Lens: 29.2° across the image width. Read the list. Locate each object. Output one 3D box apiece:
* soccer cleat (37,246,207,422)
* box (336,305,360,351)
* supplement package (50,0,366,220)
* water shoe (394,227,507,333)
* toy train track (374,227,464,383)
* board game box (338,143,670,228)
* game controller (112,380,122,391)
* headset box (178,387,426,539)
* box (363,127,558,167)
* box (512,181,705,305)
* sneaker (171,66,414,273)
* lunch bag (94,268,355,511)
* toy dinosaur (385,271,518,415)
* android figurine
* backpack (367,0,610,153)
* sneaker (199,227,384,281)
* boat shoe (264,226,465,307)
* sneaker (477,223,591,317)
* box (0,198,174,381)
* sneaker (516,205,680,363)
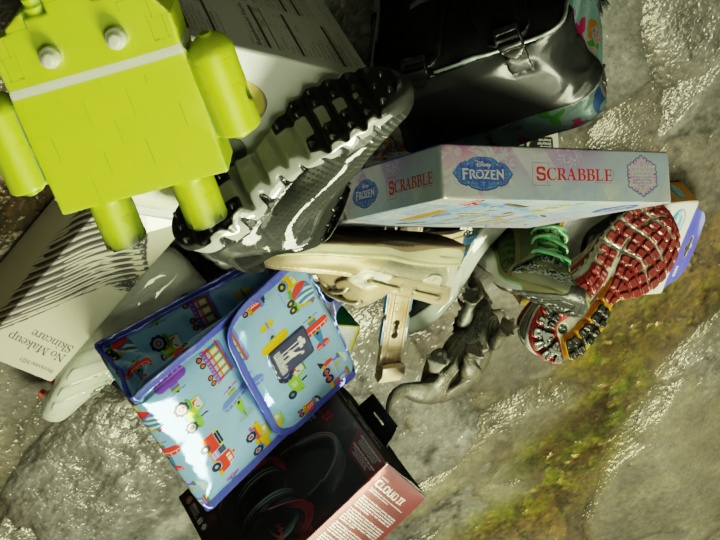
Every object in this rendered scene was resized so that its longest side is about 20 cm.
[{"bbox_3d":[-0.210,0.067,1.206,0.077,0.069,0.201,37,107,-6],"label":"soccer cleat"},{"bbox_3d":[-0.086,0.123,1.290,0.116,0.048,0.202,5,115,-34],"label":"box"},{"bbox_3d":[-0.126,-0.137,1.029,0.198,0.151,0.153,9,124,-32],"label":"supplement package"},{"bbox_3d":[0.076,-0.033,1.294,0.078,0.072,0.201,31,110,-15],"label":"water shoe"},{"bbox_3d":[0.041,0.022,1.244,0.113,0.033,0.202,-6,124,-22],"label":"toy train track"},{"bbox_3d":[0.100,-0.062,1.070,0.197,0.199,0.042,0,87,-27],"label":"board game box"},{"bbox_3d":[-0.145,0.103,1.310,0.104,0.042,0.199,-35,136,25],"label":"game controller"},{"bbox_3d":[-0.047,0.195,1.232,0.200,0.149,0.075,-43,133,3],"label":"headset box"},{"bbox_3d":[0.081,-0.113,1.193,0.198,0.035,0.112,0,87,-26],"label":"box"},{"bbox_3d":[0.253,-0.029,1.395,0.198,0.042,0.120,-5,129,-26],"label":"box"},{"bbox_3d":[-0.035,-0.067,0.986,0.199,0.067,0.090,-37,138,12],"label":"sneaker"},{"bbox_3d":[-0.099,0.078,1.180,0.199,0.094,0.151,-35,129,-10],"label":"lunch bag"},{"bbox_3d":[0.094,0.083,1.298,0.201,0.076,0.103,-57,167,-28],"label":"toy dinosaur"},{"bbox_3d":[-0.161,-0.109,0.899,0.180,0.041,0.202,-12,121,9],"label":"android figurine"},{"bbox_3d":[0.100,-0.193,1.060,0.176,0.202,0.151,-17,142,22],"label":"backpack"},{"bbox_3d":[-0.062,-0.036,1.217,0.198,0.075,0.083,3,113,-38],"label":"sneaker"},{"bbox_3d":[0.000,0.000,1.136,0.198,0.072,0.066,3,105,-37],"label":"boat shoe"},{"bbox_3d":[0.161,-0.022,1.261,0.076,0.200,0.089,18,102,-21],"label":"sneaker"},{"bbox_3d":[-0.233,-0.009,1.142,0.082,0.069,0.200,27,111,-40],"label":"box"},{"bbox_3d":[0.226,0.003,1.337,0.199,0.082,0.078,-39,106,-11],"label":"sneaker"}]
